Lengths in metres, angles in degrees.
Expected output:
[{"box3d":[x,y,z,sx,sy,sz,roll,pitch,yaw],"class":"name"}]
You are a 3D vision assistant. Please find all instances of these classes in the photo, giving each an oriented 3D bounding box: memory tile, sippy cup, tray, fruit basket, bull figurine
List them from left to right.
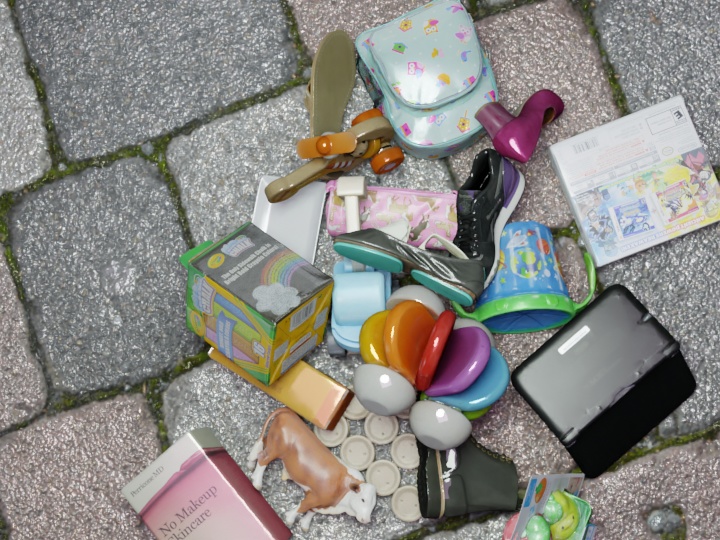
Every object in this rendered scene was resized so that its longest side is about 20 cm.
[{"box3d":[-0.110,-0.032,1.410,0.107,0.022,0.202,8,84,20],"class":"tray"},{"box3d":[-0.069,0.284,1.354,0.121,0.065,0.200,-45,76,5],"class":"bull figurine"},{"box3d":[0.048,0.235,1.377,0.200,0.017,0.153,43,88,9],"class":"memory tile"},{"box3d":[0.216,0.007,1.339,0.177,0.139,0.131,6,70,-29],"class":"sippy cup"},{"box3d":[0.229,0.347,1.250,0.093,0.200,0.187,19,90,26],"class":"fruit basket"}]

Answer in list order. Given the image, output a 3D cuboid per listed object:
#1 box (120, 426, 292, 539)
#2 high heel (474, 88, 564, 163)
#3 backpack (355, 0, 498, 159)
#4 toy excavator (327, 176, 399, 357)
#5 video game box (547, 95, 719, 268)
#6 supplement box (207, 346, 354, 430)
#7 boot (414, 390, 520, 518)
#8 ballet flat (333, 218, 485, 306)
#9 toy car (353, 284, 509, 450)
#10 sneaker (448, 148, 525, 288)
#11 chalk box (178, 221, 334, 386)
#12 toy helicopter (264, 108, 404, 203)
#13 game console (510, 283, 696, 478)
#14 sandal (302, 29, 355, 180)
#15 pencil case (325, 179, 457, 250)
[{"box3d":[-0.206,0.330,1.340,0.128,0.109,0.200,-41,82,-1],"class":"box"},{"box3d":[0.237,-0.188,1.335,0.096,0.199,0.068,52,133,18],"class":"high heel"},{"box3d":[0.100,-0.261,1.366,0.175,0.153,0.201,-23,90,-3],"class":"backpack"},{"box3d":[0.000,0.000,1.322,0.099,0.200,0.196,-1,62,5],"class":"toy excavator"},{"box3d":[0.387,-0.122,1.376,0.199,0.047,0.184,-21,80,2],"class":"video game box"},{"box3d":[-0.109,0.143,1.368,0.199,0.069,0.067,31,86,11],"class":"supplement box"},{"box3d":[0.147,0.232,1.337,0.137,0.077,0.202,3,80,-11],"class":"boot"},{"box3d":[0.065,-0.020,1.248,0.199,0.068,0.069,23,72,1],"class":"ballet flat"},{"box3d":[0.100,0.112,1.233,0.199,0.150,0.176,33,59,-14],"class":"toy car"},{"box3d":[0.144,-0.064,1.292,0.075,0.087,0.201,8,70,39],"class":"sneaker"},{"box3d":[-0.153,0.032,1.313,0.199,0.124,0.124,33,47,23],"class":"chalk box"},{"box3d":[-0.045,-0.145,1.315,0.199,0.132,0.079,-29,80,15],"class":"toy helicopter"},{"box3d":[0.327,0.150,1.325,0.200,0.116,0.176,-41,74,-1],"class":"game console"},{"box3d":[-0.059,-0.235,1.414,0.069,0.077,0.214,-1,85,49],"class":"sandal"},{"box3d":[0.047,-0.079,1.381,0.198,0.083,0.087,5,81,6],"class":"pencil case"}]
